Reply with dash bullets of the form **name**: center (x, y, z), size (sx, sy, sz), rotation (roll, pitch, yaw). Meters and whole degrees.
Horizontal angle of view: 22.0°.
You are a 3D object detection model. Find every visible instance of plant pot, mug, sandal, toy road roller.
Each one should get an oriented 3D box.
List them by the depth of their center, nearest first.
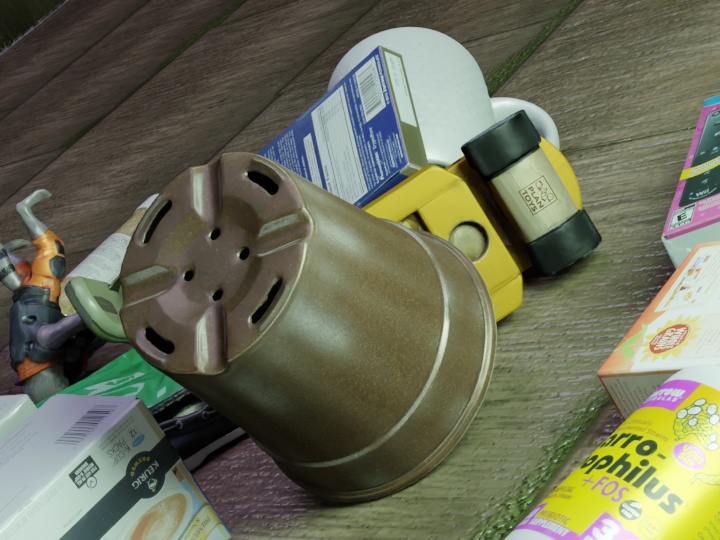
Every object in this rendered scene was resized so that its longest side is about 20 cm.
- **plant pot**: center (-0.044, 0.030, 1.230), size (0.199, 0.198, 0.201), rotation (-15, 61, 30)
- **toy road roller**: center (0.078, -0.026, 1.430), size (0.199, 0.123, 0.146), rotation (-33, 5, -5)
- **mug**: center (0.073, -0.108, 1.612), size (0.199, 0.148, 0.176), rotation (-5, 35, -2)
- **sandal**: center (-0.201, 0.030, 1.686), size (0.057, 0.080, 0.201), rotation (-44, -11, 8)

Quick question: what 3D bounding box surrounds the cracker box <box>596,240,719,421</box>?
- **cracker box**: center (0.255, 0.035, 1.094), size (0.199, 0.058, 0.134), rotation (-9, 31, 50)

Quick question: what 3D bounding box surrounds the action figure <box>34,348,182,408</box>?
- **action figure**: center (-0.236, 0.122, 1.631), size (0.199, 0.055, 0.118), rotation (-25, 22, 8)

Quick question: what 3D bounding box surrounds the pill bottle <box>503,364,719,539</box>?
- **pill bottle**: center (0.167, 0.119, 0.953), size (0.200, 0.105, 0.104), rotation (-41, 21, -23)

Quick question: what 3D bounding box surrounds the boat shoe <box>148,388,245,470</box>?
- **boat shoe**: center (-0.116, 0.097, 1.490), size (0.199, 0.066, 0.075), rotation (-34, 19, -5)

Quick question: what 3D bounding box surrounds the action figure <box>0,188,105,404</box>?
- **action figure**: center (-0.322, 0.048, 1.787), size (0.104, 0.195, 0.200), rotation (2, -27, -37)

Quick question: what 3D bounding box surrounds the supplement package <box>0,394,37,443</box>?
- **supplement package**: center (-0.330, 0.184, 1.528), size (0.199, 0.118, 0.117), rotation (-9, 30, 49)

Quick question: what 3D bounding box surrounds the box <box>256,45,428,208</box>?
- **box**: center (-0.027, -0.081, 1.545), size (0.200, 0.032, 0.122), rotation (-37, 52, 35)

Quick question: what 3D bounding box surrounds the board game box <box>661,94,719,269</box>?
- **board game box**: center (0.298, -0.072, 1.281), size (0.147, 0.064, 0.200), rotation (-20, 22, 29)

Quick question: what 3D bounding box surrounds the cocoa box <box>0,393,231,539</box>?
- **cocoa box**: center (-0.218, 0.199, 1.301), size (0.200, 0.132, 0.133), rotation (-44, 23, -31)

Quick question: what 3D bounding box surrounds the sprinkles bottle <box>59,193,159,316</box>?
- **sprinkles bottle**: center (-0.254, 0.002, 1.925), size (0.068, 0.068, 0.200), rotation (-10, 29, 47)
